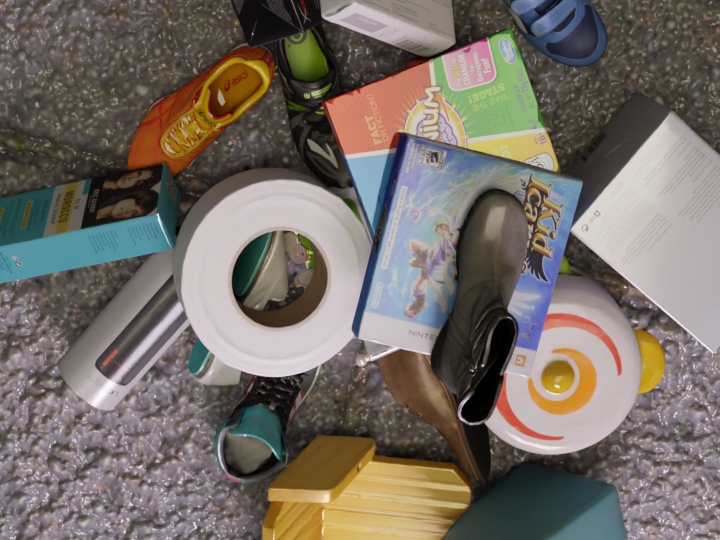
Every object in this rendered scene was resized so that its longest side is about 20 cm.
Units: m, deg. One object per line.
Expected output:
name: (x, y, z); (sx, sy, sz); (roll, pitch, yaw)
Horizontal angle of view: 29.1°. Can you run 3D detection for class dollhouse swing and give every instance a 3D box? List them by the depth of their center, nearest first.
dollhouse swing: (0.010, 0.306, 1.496); (0.174, 0.182, 0.202); (12, 113, 20)

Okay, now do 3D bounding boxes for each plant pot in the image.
plant pot: (0.170, 0.323, 1.475); (0.199, 0.141, 0.143); (-27, 110, -35)

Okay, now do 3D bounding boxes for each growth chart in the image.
growth chart: (0.000, 0.000, 1.465); (0.144, 0.018, 0.201); (-29, 91, 14)

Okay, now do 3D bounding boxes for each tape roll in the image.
tape roll: (-0.086, 0.001, 1.397); (0.200, 0.071, 0.205); (-3, 104, -14)

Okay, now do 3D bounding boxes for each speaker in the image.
speaker: (-0.230, 0.052, 1.468); (0.081, 0.081, 0.200); (41, 101, -12)

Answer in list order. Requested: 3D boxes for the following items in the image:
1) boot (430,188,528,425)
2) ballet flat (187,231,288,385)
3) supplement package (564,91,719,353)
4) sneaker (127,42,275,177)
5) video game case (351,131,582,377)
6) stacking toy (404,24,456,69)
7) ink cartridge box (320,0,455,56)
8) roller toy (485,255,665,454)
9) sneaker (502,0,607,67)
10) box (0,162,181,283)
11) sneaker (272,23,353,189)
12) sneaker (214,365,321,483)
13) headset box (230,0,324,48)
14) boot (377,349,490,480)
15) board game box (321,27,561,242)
boot: (0.123, 0.033, 1.263); (0.067, 0.131, 0.202); (13, 99, -12)
ballet flat: (-0.116, 0.034, 1.478); (0.069, 0.069, 0.202); (25, 100, -9)
supplement package: (0.320, -0.053, 1.416); (0.199, 0.151, 0.152); (39, 100, -11)
sneaker: (-0.170, -0.157, 1.409); (0.073, 0.077, 0.200); (43, 109, -13)
video game case: (0.103, -0.014, 1.342); (0.179, 0.045, 0.202); (13, 98, -11)
stacking toy: (0.071, -0.167, 1.418); (0.084, 0.085, 0.203); (-4, 102, -1)
ink cartridge box: (0.021, -0.319, 1.319); (0.050, 0.160, 0.203); (-16, 74, 37)
roller toy: (0.200, 0.094, 1.460); (0.199, 0.140, 0.183); (38, 102, -12)
sneaker: (0.174, -0.279, 1.384); (0.074, 0.082, 0.200); (-43, 105, 9)
box: (-0.286, -0.048, 1.417); (0.198, 0.083, 0.049); (-11, 133, 10)
sneaker: (-0.048, -0.175, 1.406); (0.070, 0.083, 0.202); (-16, 105, 5)
sneaker: (-0.098, 0.145, 1.476); (0.083, 0.121, 0.202); (25, 104, -8)
headset box: (-0.050, -0.320, 1.321); (0.077, 0.200, 0.150); (-8, 112, 39)
boot: (0.083, 0.143, 1.517); (0.075, 0.074, 0.202); (-21, 100, 21)
board game box: (0.080, -0.131, 1.368); (0.198, 0.040, 0.155); (-22, 98, -4)
